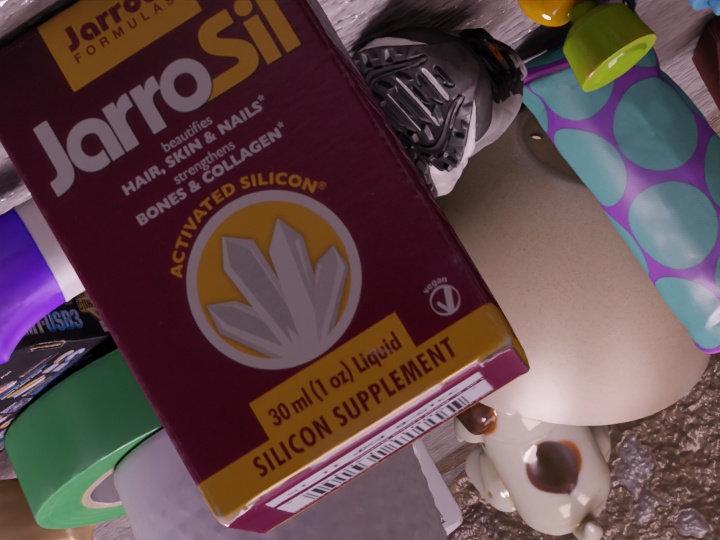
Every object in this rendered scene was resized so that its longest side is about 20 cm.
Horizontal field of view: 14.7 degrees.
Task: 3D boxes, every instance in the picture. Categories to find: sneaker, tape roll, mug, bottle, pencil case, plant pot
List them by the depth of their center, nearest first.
[{"bbox_3d":[-0.212,0.036,1.193,0.199,0.066,0.084,-31,171,-8],"label":"bottle"},{"bbox_3d":[0.044,-0.093,1.372,0.079,0.074,0.200,-41,177,-4],"label":"sneaker"},{"bbox_3d":[-0.018,0.157,1.420,0.147,0.176,0.200,-27,167,9],"label":"mug"},{"bbox_3d":[-0.086,0.071,1.454,0.199,0.048,0.201,-24,167,-6],"label":"tape roll"},{"bbox_3d":[0.172,-0.051,1.555,0.085,0.200,0.092,-34,-170,13],"label":"pencil case"},{"bbox_3d":[0.125,-0.024,1.664,0.200,0.200,0.135,-25,140,-35],"label":"plant pot"}]

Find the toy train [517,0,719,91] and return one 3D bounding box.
[{"bbox_3d":[0.077,-0.123,1.162,0.200,0.116,0.085,-36,169,19],"label":"toy train"}]

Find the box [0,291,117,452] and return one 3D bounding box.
[{"bbox_3d":[-0.216,0.068,1.382,0.200,0.050,0.198,-35,169,19],"label":"box"}]

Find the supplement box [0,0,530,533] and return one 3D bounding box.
[{"bbox_3d":[-0.040,-0.018,1.065,0.130,0.201,0.103,-32,170,3],"label":"supplement box"}]

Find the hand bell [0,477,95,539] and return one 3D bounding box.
[{"bbox_3d":[-0.141,0.129,1.652,0.199,0.105,0.104,-23,170,4],"label":"hand bell"}]

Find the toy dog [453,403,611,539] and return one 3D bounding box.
[{"bbox_3d":[0.145,0.140,2.483,0.139,0.195,0.200,-20,137,5],"label":"toy dog"}]

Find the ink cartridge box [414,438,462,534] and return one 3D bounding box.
[{"bbox_3d":[-0.018,0.195,2.316,0.084,0.145,0.200,-23,167,-35],"label":"ink cartridge box"}]

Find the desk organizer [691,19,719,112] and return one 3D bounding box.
[{"bbox_3d":[0.316,-0.163,1.799,0.199,0.077,0.072,-16,135,-5],"label":"desk organizer"}]
